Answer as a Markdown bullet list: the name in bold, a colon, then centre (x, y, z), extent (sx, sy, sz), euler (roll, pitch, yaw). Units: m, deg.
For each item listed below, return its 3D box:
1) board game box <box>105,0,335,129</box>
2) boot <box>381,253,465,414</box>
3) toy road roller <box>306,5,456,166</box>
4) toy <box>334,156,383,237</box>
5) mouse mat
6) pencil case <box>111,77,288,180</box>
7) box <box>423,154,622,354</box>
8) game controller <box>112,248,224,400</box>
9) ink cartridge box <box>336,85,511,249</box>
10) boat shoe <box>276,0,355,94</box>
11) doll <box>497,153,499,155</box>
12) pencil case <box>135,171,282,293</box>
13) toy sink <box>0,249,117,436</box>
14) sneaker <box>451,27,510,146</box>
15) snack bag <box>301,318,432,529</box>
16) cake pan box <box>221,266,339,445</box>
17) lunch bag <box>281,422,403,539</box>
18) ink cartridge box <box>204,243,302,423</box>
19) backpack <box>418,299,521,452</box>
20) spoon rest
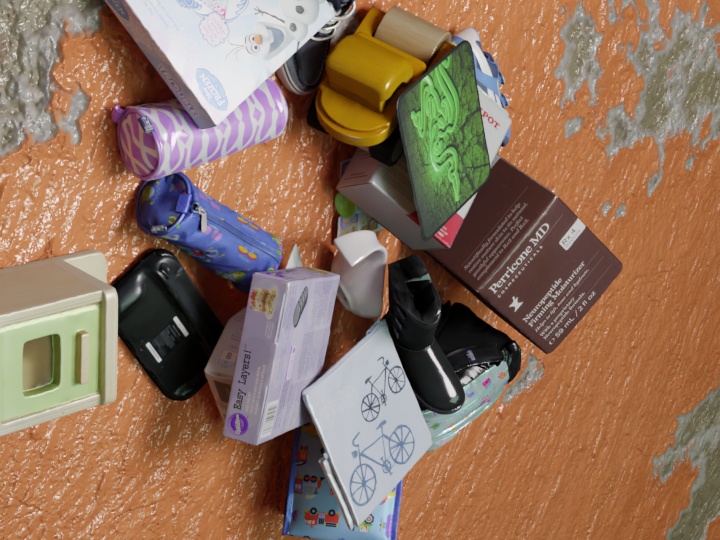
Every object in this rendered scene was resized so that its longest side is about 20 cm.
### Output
- **board game box**: centre (-0.150, -0.286, 1.347), extent (0.199, 0.043, 0.200), euler (-47, 115, -27)
- **boot**: centre (0.085, 0.085, 1.647), extent (0.066, 0.165, 0.200), euler (-32, 162, -18)
- **toy road roller**: centre (0.027, -0.234, 1.524), extent (0.200, 0.123, 0.146), euler (-58, 167, -18)
- **toy**: centre (0.050, -0.106, 1.709), extent (0.200, 0.047, 0.116), euler (-20, 122, -42)
- **mouse mat**: centre (0.102, -0.154, 1.555), extent (0.161, 0.008, 0.201), euler (-45, 134, -36)
- **pencil case**: centre (-0.173, -0.160, 1.411), extent (0.200, 0.086, 0.084), euler (-22, 160, -41)
- **box**: centre (0.214, -0.024, 1.770), extent (0.166, 0.164, 0.200), euler (-50, 133, 2)
- **game controller**: centre (-0.218, 0.067, 1.500), extent (0.104, 0.042, 0.200), euler (-38, 134, -11)
- **ink cartridge box**: centre (0.083, -0.148, 1.648), extent (0.146, 0.083, 0.201), euler (38, 69, -27)
- **boat shoe**: centre (-0.047, -0.289, 1.477), extent (0.075, 0.093, 0.201), euler (-26, 125, -39)
- **doll**: centre (0.150, -0.109, 1.820), extent (0.136, 0.048, 0.201), euler (-34, 130, -28)
- **pencil case**: centre (-0.166, -0.042, 1.464), extent (0.200, 0.087, 0.078), euler (35, 70, -51)
- **toy sink**: centre (-0.315, 0.070, 1.324), extent (0.200, 0.112, 0.131), euler (-15, 118, -44)
- **sneaker**: centre (0.162, -0.243, 1.755), extent (0.082, 0.074, 0.200), euler (-57, 141, -17)
- **snack bag**: centre (0.007, 0.188, 1.627), extent (0.189, 0.021, 0.201), euler (-41, 117, -43)
- **cake pan box**: centre (-0.089, 0.098, 1.524), extent (0.184, 0.052, 0.201), euler (-10, 112, -70)
- **lunch bag**: centre (-0.017, 0.250, 1.720), extent (0.094, 0.150, 0.201), euler (-105, -158, -83)
- **ink cartridge box**: centre (-0.119, 0.086, 1.586), extent (0.160, 0.047, 0.201), euler (79, 27, -54)
- **backpack**: centre (0.112, 0.154, 1.821), extent (0.200, 0.167, 0.127), euler (-38, 132, -20)
- **spoon rest**: centre (0.000, 0.000, 1.620), extent (0.060, 0.100, 0.200), euler (-31, 165, -11)
